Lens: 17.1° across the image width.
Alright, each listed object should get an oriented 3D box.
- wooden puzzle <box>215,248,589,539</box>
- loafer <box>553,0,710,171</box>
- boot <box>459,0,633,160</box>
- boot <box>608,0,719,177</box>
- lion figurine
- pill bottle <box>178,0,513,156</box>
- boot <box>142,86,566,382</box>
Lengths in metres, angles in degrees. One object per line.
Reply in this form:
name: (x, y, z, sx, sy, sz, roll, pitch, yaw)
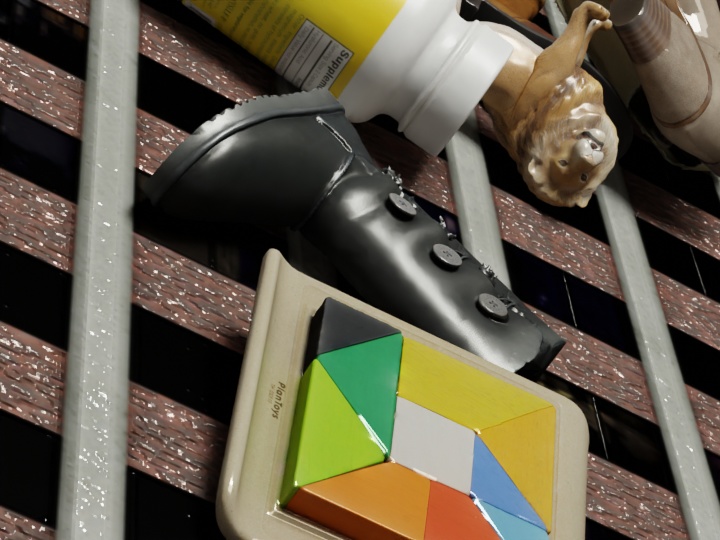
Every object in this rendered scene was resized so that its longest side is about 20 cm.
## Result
wooden puzzle: (0.030, 0.089, 1.123, 0.200, 0.037, 0.185, 29, 37, -17)
loafer: (0.203, -0.151, 1.680, 0.200, 0.076, 0.068, 50, 28, -6)
boot: (0.108, -0.157, 1.649, 0.188, 0.069, 0.200, 28, 19, -2)
boot: (0.224, -0.157, 1.616, 0.146, 0.070, 0.200, 49, 38, -27)
lion figurine: (0.083, -0.133, 1.514, 0.200, 0.123, 0.072, 30, 0, 5)
pill bottle: (-0.012, -0.158, 1.422, 0.200, 0.111, 0.111, 36, 26, -3)
boot: (0.001, 0.000, 1.247, 0.200, 0.066, 0.165, 50, 36, 10)
